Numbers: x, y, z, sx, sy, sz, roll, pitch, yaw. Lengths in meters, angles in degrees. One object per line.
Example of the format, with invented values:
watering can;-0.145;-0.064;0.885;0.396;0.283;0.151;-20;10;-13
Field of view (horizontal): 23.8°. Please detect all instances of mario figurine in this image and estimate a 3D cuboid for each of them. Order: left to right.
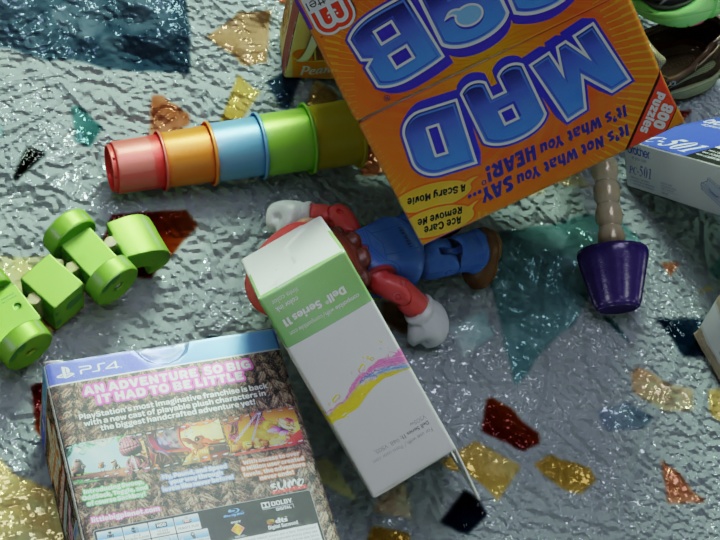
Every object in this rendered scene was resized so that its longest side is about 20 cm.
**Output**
mario figurine;0.000;0.000;1.283;0.200;0.106;0.123;-13;23;-32

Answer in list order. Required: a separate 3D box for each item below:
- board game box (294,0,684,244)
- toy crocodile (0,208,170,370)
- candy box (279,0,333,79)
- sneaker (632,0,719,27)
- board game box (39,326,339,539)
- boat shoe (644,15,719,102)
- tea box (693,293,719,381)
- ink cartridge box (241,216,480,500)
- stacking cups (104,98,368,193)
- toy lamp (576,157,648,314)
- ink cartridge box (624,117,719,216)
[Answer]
board game box;0.088;-0.174;1.225;0.200;0.200;0.200;-25;17;10
toy crocodile;-0.224;0.019;1.219;0.200;0.062;0.068;-37;71;-25
candy box;0.041;-0.208;1.392;0.200;0.115;0.055;2;55;-11
sneaker;0.231;-0.264;1.460;0.077;0.084;0.200;-24;30;-36
board game box;-0.113;0.155;1.121;0.159;0.097;0.200;-8;58;-17
boat shoe;0.225;-0.168;1.430;0.202;0.075;0.075;-28;66;-27
tea box;0.392;0.070;1.269;0.197;0.134;0.200;-13;59;-21
ink cartridge box;0.000;0.073;1.157;0.067;0.117;0.200;-30;106;-2
stacking cups;-0.096;-0.089;1.322;0.200;0.061;0.061;-13;60;-16
toy lamp;0.191;-0.066;1.341;0.058;0.058;0.200;-1;74;-13
ink cartridge box;0.297;-0.077;1.330;0.094;0.044;0.200;-14;18;-21
